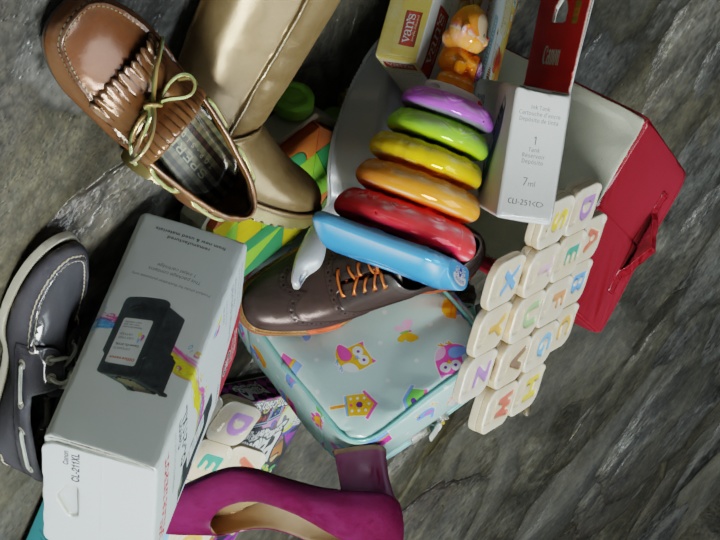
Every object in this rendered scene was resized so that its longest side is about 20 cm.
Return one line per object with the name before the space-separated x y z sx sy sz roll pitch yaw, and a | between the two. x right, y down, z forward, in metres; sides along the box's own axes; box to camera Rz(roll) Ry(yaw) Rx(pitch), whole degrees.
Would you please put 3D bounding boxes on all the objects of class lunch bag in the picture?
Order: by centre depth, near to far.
lunch bag | 0.003 0.051 1.679 0.160 0.200 0.077 -33 154 -16

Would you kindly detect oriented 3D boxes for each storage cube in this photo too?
storage cube | 0.159 -0.072 1.834 0.172 0.199 0.180 -60 157 -1

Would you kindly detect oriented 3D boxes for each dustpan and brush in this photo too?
dustpan and brush | -0.004 -0.069 1.597 0.140 0.057 0.201 70 30 -55

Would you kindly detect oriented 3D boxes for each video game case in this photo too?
video game case | -0.135 0.176 1.827 0.182 0.036 0.200 -60 158 17

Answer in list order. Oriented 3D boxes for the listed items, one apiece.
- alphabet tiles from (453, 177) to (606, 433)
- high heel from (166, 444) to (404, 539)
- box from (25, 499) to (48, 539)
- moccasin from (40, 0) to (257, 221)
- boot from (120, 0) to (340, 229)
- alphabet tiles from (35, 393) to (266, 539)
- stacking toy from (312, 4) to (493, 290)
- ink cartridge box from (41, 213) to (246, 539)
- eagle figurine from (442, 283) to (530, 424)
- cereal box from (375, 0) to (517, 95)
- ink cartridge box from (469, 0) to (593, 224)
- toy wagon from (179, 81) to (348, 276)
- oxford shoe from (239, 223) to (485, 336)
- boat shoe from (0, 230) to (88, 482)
alphabet tiles | 0.136 0.028 1.639 0.195 0.015 0.202 -23 133 -57
high heel | -0.066 0.198 1.603 0.198 0.097 0.067 -16 151 13
box | -0.197 0.177 1.639 0.082 0.049 0.201 7 117 -40
moccasin | -0.129 -0.097 1.321 0.074 0.078 0.202 -44 133 -12
boot | -0.052 -0.135 1.433 0.174 0.066 0.201 15 112 -44
alphabet tiles | -0.167 0.180 1.717 0.195 0.015 0.201 23 106 -51
stacking toy | 0.054 -0.095 1.508 0.116 0.109 0.202 30 79 -75
ink cartridge box | -0.151 0.087 1.488 0.146 0.082 0.201 100 7 -54
eagle figurine | 0.054 0.067 1.785 0.152 0.198 0.152 5 95 -81
cereal box | 0.071 -0.192 1.616 0.200 0.039 0.145 43 60 -68
ink cartridge box | 0.119 -0.131 1.544 0.200 0.044 0.178 -131 -130 -82
toy wagon | -0.062 -0.072 1.597 0.200 0.039 0.156 -39 154 -33
oxford shoe | 0.000 0.000 1.611 0.198 0.072 0.073 -18 177 -8
boat shoe | -0.213 0.064 1.461 0.072 0.063 0.201 -24 143 -46
